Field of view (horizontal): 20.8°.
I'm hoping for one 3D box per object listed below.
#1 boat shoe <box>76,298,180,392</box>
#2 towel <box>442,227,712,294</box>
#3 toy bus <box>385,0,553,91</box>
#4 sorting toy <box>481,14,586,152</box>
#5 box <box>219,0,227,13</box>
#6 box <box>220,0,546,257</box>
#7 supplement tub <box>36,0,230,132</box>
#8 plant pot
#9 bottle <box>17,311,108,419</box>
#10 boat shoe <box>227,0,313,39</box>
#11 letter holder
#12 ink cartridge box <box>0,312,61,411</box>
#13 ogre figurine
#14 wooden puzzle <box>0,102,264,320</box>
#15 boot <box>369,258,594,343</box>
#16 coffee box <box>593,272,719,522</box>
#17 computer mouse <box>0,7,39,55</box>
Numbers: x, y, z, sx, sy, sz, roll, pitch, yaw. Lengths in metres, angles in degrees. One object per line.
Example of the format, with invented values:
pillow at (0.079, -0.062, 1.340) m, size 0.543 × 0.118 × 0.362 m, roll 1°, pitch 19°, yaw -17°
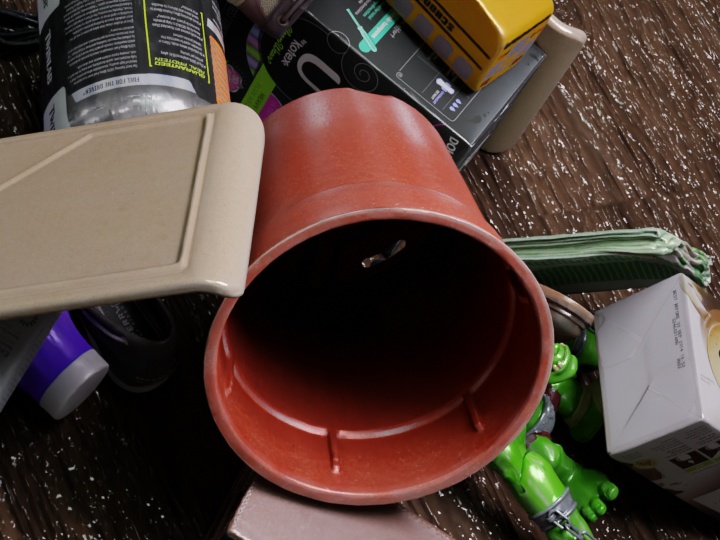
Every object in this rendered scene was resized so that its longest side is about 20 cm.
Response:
boat shoe at (-0.180, -0.013, 1.263) m, size 0.067 × 0.057 × 0.200 m, roll -30°, pitch 74°, yaw -30°
towel at (0.156, -0.004, 1.340) m, size 0.200 × 0.151 × 0.024 m, roll 16°, pitch 72°, yaw -70°
toy bus at (0.040, -0.223, 1.325) m, size 0.200 × 0.078 × 0.065 m, roll 47°, pitch 52°, yaw 9°
sorting toy at (0.062, -0.192, 1.450) m, size 0.199 × 0.185 × 0.037 m, roll 39°, pitch 63°, yaw 3°
box at (-0.159, -0.296, 1.450) m, size 0.195 × 0.118 × 0.201 m, roll 26°, pitch 47°, yaw -9°
box at (0.002, -0.142, 1.400) m, size 0.200 × 0.149 × 0.124 m, roll 39°, pitch 51°, yaw 1°
supplement tub at (-0.145, -0.120, 1.262) m, size 0.121 × 0.123 × 0.201 m, roll 8°, pitch 53°, yaw -24°
plant pot at (0.000, 0.000, 1.175) m, size 0.199 × 0.202 × 0.196 m, roll 17°, pitch 29°, yaw -18°
bottle at (-0.240, 0.006, 1.202) m, size 0.200 × 0.084 × 0.065 m, roll 45°, pitch 57°, yaw 6°
boat shoe at (-0.005, -0.225, 1.262) m, size 0.065 × 0.199 × 0.072 m, roll 45°, pitch 24°, yaw -19°
letter holder at (0.010, 0.185, 1.199) m, size 0.199 × 0.101 × 0.143 m, roll 32°, pitch 45°, yaw -4°
ink cartridge box at (-0.302, 0.047, 1.126) m, size 0.199 × 0.041 × 0.201 m, roll 32°, pitch 77°, yaw 4°
ogre figurine at (0.120, 0.094, 1.337) m, size 0.120 × 0.098 × 0.201 m, roll 36°, pitch 60°, yaw -25°
wooden puzzle at (-0.157, -0.028, 1.101) m, size 0.198 × 0.038 × 0.186 m, roll -4°, pitch 35°, yaw 5°
boot at (0.063, 0.052, 1.271) m, size 0.075 × 0.199 × 0.098 m, roll 36°, pitch 71°, yaw -35°
coffee box at (0.252, 0.101, 1.355) m, size 0.199 × 0.079 × 0.114 m, roll 32°, pitch 45°, yaw -40°
computer mouse at (-0.194, -0.110, 1.338) m, size 0.139 × 0.046 × 0.201 m, roll -2°, pitch 58°, yaw -32°
